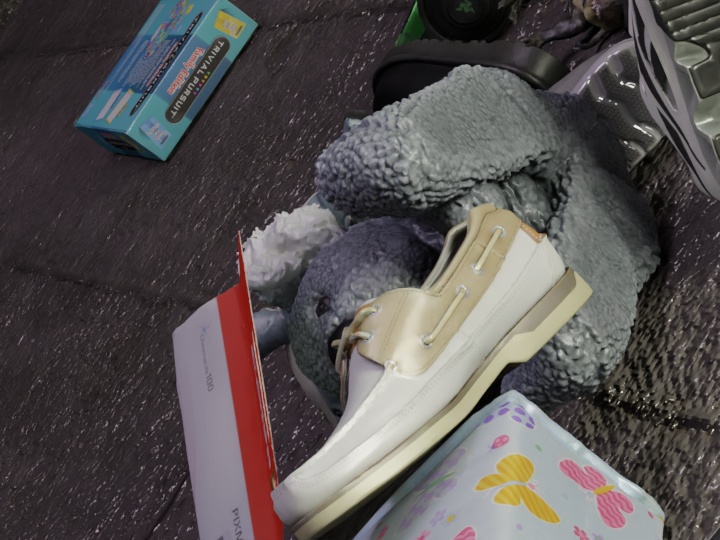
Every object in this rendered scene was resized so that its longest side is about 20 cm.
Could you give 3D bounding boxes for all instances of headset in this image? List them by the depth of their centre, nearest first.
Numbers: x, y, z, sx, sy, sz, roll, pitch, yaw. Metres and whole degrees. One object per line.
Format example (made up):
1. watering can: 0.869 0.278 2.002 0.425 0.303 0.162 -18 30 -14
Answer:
1. headset: 0.066 -0.216 1.695 0.200 0.094 0.124 -52 16 43

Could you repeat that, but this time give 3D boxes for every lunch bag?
1. lunch bag: 0.030 0.178 1.067 0.200 0.127 0.170 -48 14 26

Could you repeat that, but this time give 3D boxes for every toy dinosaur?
1. toy dinosaur: 0.130 -0.173 1.547 0.088 0.047 0.200 -33 24 14

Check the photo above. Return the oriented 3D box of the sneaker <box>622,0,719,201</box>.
1. sneaker: 0.157 -0.122 1.203 0.074 0.200 0.088 -17 6 -18

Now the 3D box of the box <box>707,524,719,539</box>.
1. box: 0.189 0.149 0.687 0.086 0.164 0.200 -53 20 4

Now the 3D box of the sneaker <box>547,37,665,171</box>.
1. sneaker: 0.106 -0.052 1.387 0.200 0.075 0.082 -42 8 14

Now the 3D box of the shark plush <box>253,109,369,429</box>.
1. shark plush: 0.000 0.000 1.408 0.083 0.091 0.200 44 126 45

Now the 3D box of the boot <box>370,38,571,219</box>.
1. boot: 0.036 -0.061 1.522 0.158 0.079 0.211 -59 20 -13

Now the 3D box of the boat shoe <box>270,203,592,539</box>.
1. boat shoe: 0.020 0.044 1.106 0.200 0.068 0.075 -41 0 -38

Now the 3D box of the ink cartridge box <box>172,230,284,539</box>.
1. ink cartridge box: -0.071 0.093 1.320 0.200 0.057 0.163 82 178 -65

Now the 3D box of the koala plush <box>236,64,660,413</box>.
1. koala plush: 0.039 0.005 1.296 0.200 0.177 0.184 -41 3 35

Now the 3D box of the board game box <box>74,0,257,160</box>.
1. board game box: -0.181 -0.178 2.275 0.151 0.047 0.200 -56 20 -7
